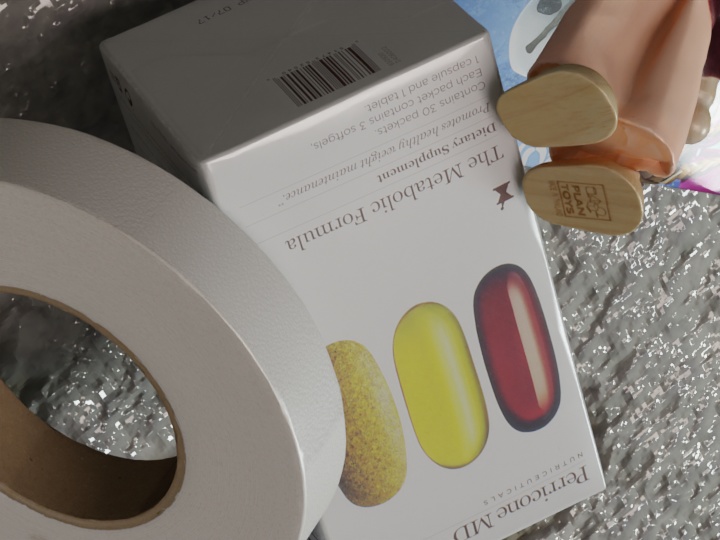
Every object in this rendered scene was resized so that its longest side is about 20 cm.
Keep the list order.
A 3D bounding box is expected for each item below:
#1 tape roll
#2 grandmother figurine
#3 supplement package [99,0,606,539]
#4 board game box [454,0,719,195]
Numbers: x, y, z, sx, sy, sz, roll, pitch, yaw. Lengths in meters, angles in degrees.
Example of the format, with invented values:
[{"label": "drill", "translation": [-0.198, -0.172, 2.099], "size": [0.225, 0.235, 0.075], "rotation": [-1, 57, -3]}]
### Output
[{"label": "tape roll", "translation": [-0.101, 0.039, 1.040], "size": [0.037, 0.202, 0.203], "rotation": [-56, 144, -43]}, {"label": "grandmother figurine", "translation": [0.110, -0.099, 1.069], "size": [0.122, 0.060, 0.200], "rotation": [79, 30, -43]}, {"label": "supplement package", "translation": [0.000, 0.000, 1.081], "size": [0.113, 0.110, 0.201], "rotation": [-25, 124, -11]}, {"label": "board game box", "translation": [0.095, -0.136, 1.159], "size": [0.198, 0.043, 0.201], "rotation": [6, 113, -35]}]
